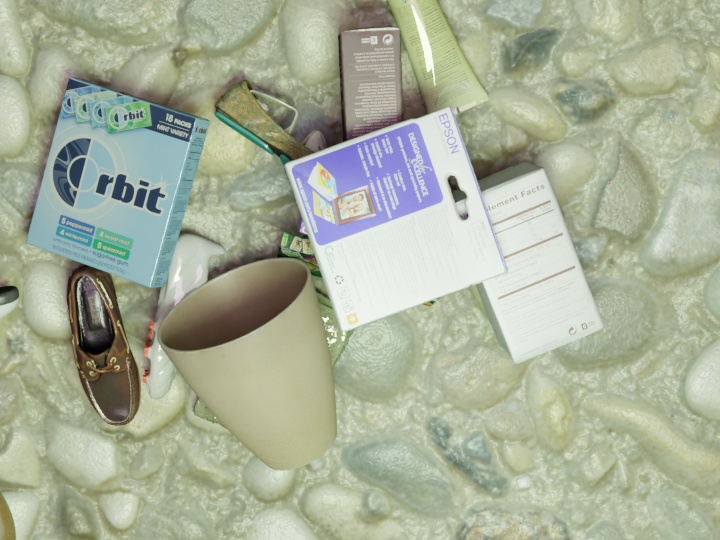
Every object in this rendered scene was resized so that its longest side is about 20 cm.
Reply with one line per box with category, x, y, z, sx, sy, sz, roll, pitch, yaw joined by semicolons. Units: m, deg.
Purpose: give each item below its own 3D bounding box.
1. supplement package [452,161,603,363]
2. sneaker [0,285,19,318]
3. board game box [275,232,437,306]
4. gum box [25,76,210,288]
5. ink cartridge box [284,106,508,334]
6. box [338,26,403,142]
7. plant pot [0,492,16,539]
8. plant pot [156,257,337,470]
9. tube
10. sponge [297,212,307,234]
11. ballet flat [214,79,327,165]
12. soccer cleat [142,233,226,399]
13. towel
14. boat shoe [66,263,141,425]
supplement package;0.188;-0.012;1.623;0.116;0.117;0.202;-22;98;1
sneaker;-0.474;0.100;1.635;0.200;0.067;0.109;-23;99;4
board game box;0.000;0.000;1.623;0.198;0.105;0.024;14;79;-4
gum box;-0.281;-0.102;1.600;0.169;0.045;0.202;19;96;15
ink cartridge box;0.039;-0.056;1.537;0.198;0.043;0.200;-19;93;-2
box;0.013;-0.176;1.602;0.074;0.100;0.202;-4;97;-2
plant pot;-0.520;0.328;1.683;0.198;0.027;0.202;0;99;-3
plant pot;-0.106;0.120;1.574;0.186;0.188;0.201;-23;113;1
tube;0.076;-0.274;1.619;0.058;0.052;0.201;-16;105;39
sponge;0.024;-0.036;1.615;0.198;0.112;0.030;16;95;-5
ballet flat;-0.080;-0.149;1.604;0.200;0.071;0.071;39;95;9
soccer cleat;-0.210;0.058;1.641;0.077;0.069;0.202;11;94;-7
towel;-0.105;0.111;1.667;0.147;0.036;0.201;26;96;-5
boat shoe;-0.308;0.092;1.639;0.070;0.070;0.202;-14;100;-2
